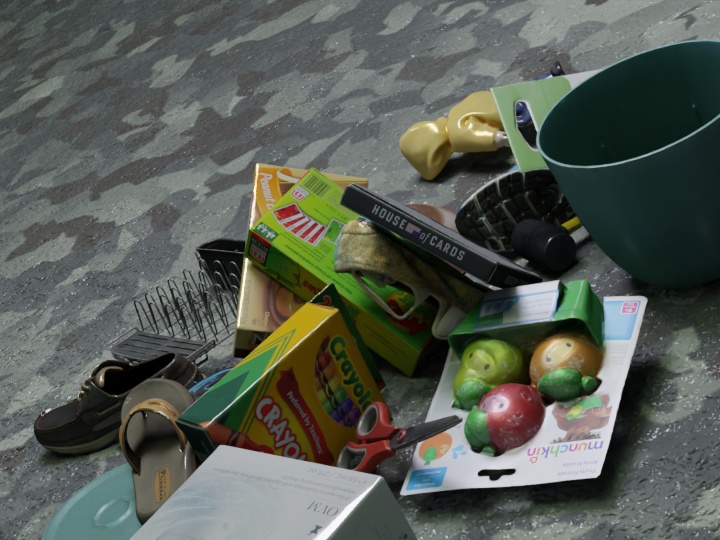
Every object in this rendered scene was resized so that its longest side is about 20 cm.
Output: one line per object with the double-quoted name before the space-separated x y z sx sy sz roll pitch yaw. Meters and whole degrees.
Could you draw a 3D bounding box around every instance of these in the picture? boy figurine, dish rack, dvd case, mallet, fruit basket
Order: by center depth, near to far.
"fruit basket" 0.133 0.097 1.500 0.184 0.094 0.200 -9 35 32
"dvd case" 0.076 -0.025 1.605 0.150 0.200 0.025 29 95 17
"mallet" 0.242 -0.061 1.745 0.199 0.041 0.066 -28 27 -10
"dish rack" -0.169 0.036 1.909 0.153 0.055 0.200 4 31 47
"boy figurine" 0.140 -0.159 1.980 0.199 0.065 0.125 -25 27 7

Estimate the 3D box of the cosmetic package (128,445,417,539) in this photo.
"cosmetic package" -0.085 0.252 1.392 0.199 0.123 0.200 4 41 47

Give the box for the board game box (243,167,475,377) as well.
"board game box" 0.000 0.000 1.708 0.200 0.048 0.102 35 56 12

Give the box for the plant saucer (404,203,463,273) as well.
"plant saucer" 0.024 -0.013 1.859 0.200 0.037 0.201 -23 27 12

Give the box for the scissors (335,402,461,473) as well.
"scissors" 0.029 0.147 1.499 0.073 0.014 0.200 -61 19 -12

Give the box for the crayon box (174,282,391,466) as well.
"crayon box" -0.054 0.119 1.593 0.200 0.127 0.051 -43 31 -27

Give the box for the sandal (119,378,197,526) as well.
"sandal" -0.190 0.156 1.637 0.082 0.055 0.200 -32 31 14

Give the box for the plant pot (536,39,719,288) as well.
"plant pot" 0.278 -0.084 1.606 0.200 0.161 0.201 -22 27 12

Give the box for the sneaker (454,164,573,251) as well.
"sneaker" 0.183 -0.080 1.812 0.199 0.079 0.090 -26 11 -11

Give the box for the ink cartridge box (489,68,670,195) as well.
"ink cartridge box" 0.229 -0.135 1.737 0.199 0.059 0.104 -10 61 -11

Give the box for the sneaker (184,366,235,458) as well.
"sneaker" -0.098 0.111 1.708 0.199 0.073 0.082 -16 29 21

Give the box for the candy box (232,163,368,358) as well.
"candy box" -0.057 -0.005 1.764 0.115 0.055 0.201 8 54 -5

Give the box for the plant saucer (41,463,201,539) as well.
"plant saucer" -0.218 0.231 1.649 0.199 0.036 0.200 -22 28 12

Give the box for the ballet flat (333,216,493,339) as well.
"ballet flat" 0.064 0.024 1.640 0.071 0.199 0.071 -60 3 6

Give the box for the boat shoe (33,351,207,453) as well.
"boat shoe" -0.246 0.124 1.823 0.199 0.074 0.075 -18 28 18
